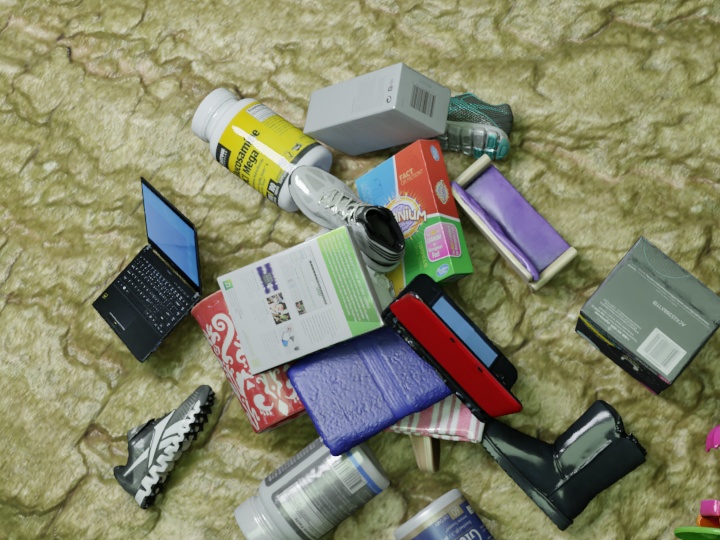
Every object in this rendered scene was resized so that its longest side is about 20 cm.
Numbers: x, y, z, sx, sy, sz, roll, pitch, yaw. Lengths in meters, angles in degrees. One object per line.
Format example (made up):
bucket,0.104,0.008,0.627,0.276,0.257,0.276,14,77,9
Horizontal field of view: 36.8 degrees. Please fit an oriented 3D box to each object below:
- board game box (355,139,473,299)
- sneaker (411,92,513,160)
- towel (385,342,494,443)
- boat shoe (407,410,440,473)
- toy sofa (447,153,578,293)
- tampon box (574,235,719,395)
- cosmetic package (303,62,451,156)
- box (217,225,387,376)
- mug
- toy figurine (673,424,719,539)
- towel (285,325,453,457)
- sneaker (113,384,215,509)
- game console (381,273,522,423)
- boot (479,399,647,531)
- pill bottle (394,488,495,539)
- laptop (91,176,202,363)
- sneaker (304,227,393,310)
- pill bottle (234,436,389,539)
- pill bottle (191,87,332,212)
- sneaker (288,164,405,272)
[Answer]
board game box,0.074,-0.066,1.555,0.153,0.040,0.200,-29,70,47
sneaker,0.137,-0.228,1.618,0.200,0.078,0.091,18,59,14
towel,0.080,0.154,1.497,0.200,0.030,0.146,7,68,9
boat shoe,0.065,0.195,1.540,0.064,0.071,0.200,-17,67,9
toy sofa,0.215,-0.069,1.552,0.083,0.098,0.200,-41,75,-1
tampon box,0.384,0.067,1.446,0.150,0.200,0.126,40,87,15
cosmetic package,0.022,-0.226,1.546,0.200,0.101,0.071,-7,68,48
box,-0.079,0.041,1.456,0.200,0.036,0.144,-21,86,17
mug,-0.132,0.114,1.537,0.133,0.178,0.200,-17,78,-39
toy figurine,0.526,0.279,1.433,0.200,0.150,0.184,17,71,-10
towel,0.016,0.149,1.470,0.200,0.050,0.148,-28,66,-7
sneaker,-0.293,0.242,1.581,0.090,0.066,0.200,32,87,11
game console,0.138,0.087,1.401,0.200,0.172,0.119,47,131,-1
boot,0.273,0.233,1.491,0.168,0.076,0.200,-44,83,2
pill bottle,0.145,0.406,1.460,0.111,0.111,0.200,-37,76,0
laptop,-0.318,-0.002,1.581,0.200,0.103,0.177,-48,46,-3
sneaker,0.000,0.000,1.561,0.087,0.075,0.200,-45,66,12
pill bottle,-0.069,0.312,1.510,0.200,0.114,0.114,-37,76,0
pill bottle,-0.151,-0.185,1.621,0.200,0.112,0.112,36,86,14
sneaker,-0.011,-0.089,1.493,0.200,0.115,0.076,41,71,3
